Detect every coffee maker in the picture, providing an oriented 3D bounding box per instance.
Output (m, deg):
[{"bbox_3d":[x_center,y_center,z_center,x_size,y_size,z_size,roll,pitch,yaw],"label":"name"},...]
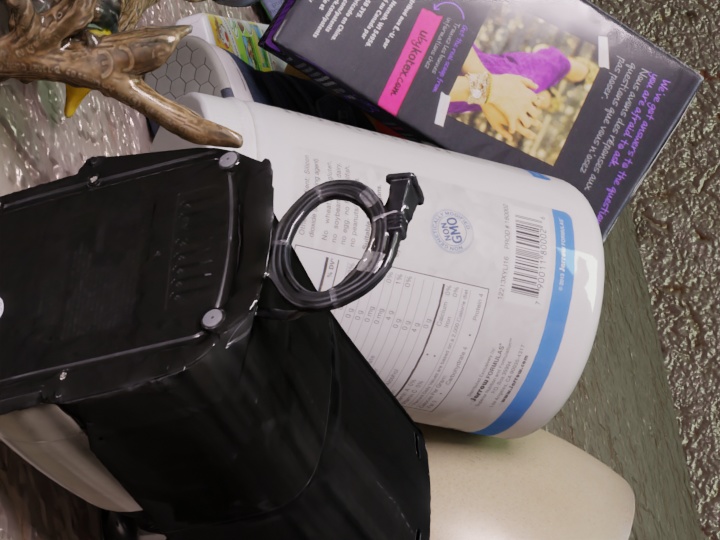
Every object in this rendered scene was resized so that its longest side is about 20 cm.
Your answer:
[{"bbox_3d":[-0.043,0.060,0.768,0.135,0.192,0.200,-64,143,-26],"label":"coffee maker"}]

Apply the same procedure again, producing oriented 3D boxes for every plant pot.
[{"bbox_3d":[0.022,0.142,1.008,0.134,0.200,0.200,40,21,-8],"label":"plant pot"}]

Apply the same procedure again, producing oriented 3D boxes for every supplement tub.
[{"bbox_3d":[0.000,0.000,0.927,0.132,0.200,0.132,-167,-90,-70],"label":"supplement tub"}]

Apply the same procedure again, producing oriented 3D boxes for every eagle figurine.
[{"bbox_3d":[-0.107,-0.136,0.880,0.152,0.151,0.200,49,34,-19],"label":"eagle figurine"}]

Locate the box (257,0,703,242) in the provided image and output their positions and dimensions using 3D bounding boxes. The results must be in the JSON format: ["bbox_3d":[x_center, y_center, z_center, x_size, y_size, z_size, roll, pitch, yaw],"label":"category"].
[{"bbox_3d":[0.059,-0.111,1.042,0.200,0.106,0.122,32,1,-8],"label":"box"}]

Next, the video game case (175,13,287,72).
[{"bbox_3d":[-0.052,-0.055,1.216,0.182,0.023,0.200,-18,93,-76],"label":"video game case"}]

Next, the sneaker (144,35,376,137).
[{"bbox_3d":[-0.035,-0.020,1.071,0.146,0.077,0.203,14,60,-57],"label":"sneaker"}]

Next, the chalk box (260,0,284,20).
[{"bbox_3d":[-0.007,-0.219,1.345,0.124,0.125,0.200,58,19,-46],"label":"chalk box"}]

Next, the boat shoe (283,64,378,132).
[{"bbox_3d":[0.007,-0.045,1.240,0.069,0.071,0.200,31,44,-68],"label":"boat shoe"}]

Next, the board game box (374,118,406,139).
[{"bbox_3d":[0.054,-0.044,1.186,0.153,0.040,0.200,-37,111,-80],"label":"board game box"}]
